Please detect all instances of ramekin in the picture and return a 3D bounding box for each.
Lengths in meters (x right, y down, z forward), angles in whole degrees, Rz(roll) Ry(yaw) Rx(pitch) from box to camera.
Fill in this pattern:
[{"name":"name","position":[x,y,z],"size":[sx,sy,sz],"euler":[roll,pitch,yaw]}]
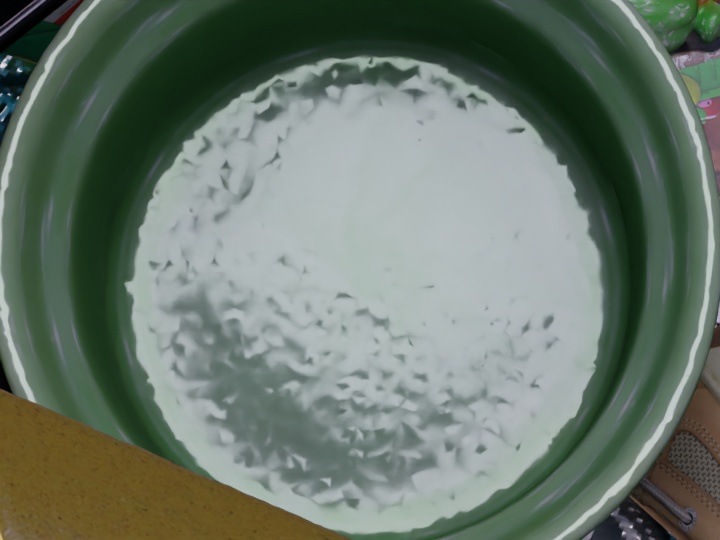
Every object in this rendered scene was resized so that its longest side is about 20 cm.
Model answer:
[{"name":"ramekin","position":[0.000,0.000,0.836],"size":[0.199,0.098,0.201],"euler":[0,81,3]}]

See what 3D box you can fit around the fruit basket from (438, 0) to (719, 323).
[{"name":"fruit basket","position":[0.048,-0.084,0.927],"size":[0.184,0.094,0.201],"euler":[3,66,4]}]

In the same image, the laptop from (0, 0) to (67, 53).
[{"name":"laptop","position":[-0.114,-0.125,0.798],"size":[0.199,0.116,0.187],"euler":[9,42,46]}]

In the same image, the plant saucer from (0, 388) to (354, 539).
[{"name":"plant saucer","position":[-0.057,0.155,0.736],"size":[0.199,0.048,0.201],"euler":[24,101,-17]}]

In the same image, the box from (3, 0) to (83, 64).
[{"name":"box","position":[-0.094,-0.181,0.973],"size":[0.117,0.048,0.201],"euler":[-36,55,34]}]

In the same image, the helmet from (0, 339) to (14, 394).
[{"name":"helmet","position":[-0.186,0.071,0.803],"size":[0.199,0.200,0.192],"euler":[0,92,3]}]

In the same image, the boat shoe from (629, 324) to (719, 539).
[{"name":"boat shoe","position":[0.135,0.110,0.845],"size":[0.076,0.072,0.200],"euler":[-35,56,-1]}]
